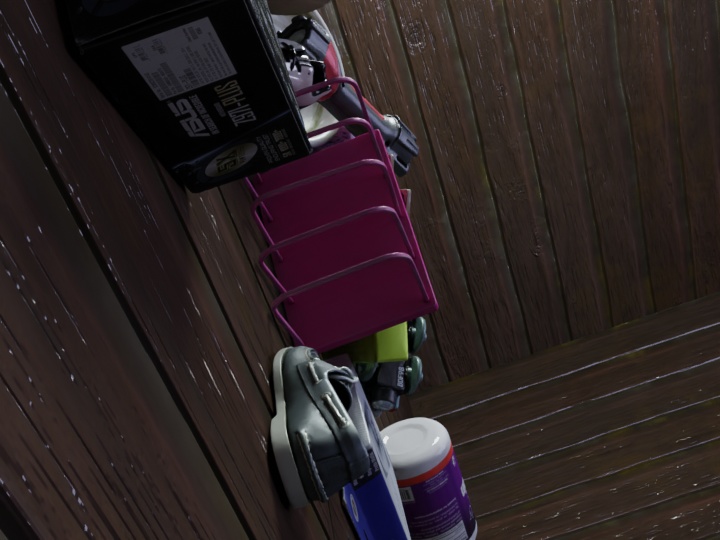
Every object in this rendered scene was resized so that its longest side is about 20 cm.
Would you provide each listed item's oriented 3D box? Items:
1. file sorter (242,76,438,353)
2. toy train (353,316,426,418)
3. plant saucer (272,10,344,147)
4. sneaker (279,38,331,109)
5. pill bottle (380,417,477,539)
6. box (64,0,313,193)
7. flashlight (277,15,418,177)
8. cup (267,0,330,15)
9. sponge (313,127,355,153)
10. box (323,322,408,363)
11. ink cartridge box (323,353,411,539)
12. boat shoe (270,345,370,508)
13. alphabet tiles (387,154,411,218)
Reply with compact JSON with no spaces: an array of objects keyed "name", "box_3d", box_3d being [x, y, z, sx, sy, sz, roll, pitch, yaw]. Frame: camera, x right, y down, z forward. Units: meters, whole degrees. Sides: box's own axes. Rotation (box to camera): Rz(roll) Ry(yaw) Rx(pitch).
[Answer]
[{"name":"file sorter","box_3d":[-0.031,-0.052,0.908,0.126,0.137,0.202,61,11,-62]},{"name":"toy train","box_3d":[0.026,0.083,1.208,0.114,0.084,0.203,134,-32,-54]},{"name":"plant saucer","box_3d":[-0.096,-0.222,1.071,0.199,0.050,0.203,25,56,-43]},{"name":"sneaker","box_3d":[-0.092,-0.194,0.916,0.200,0.079,0.075,8,65,-70]},{"name":"pill bottle","box_3d":[0.084,0.300,1.283,0.113,0.111,0.202,-103,175,-68]},{"name":"box","box_3d":[-0.103,-0.162,0.568,0.200,0.085,0.166,66,7,-74]},{"name":"flashlight","box_3d":[-0.014,-0.185,1.069,0.199,0.068,0.068,38,-7,-39]},{"name":"cup","box_3d":[-0.076,-0.332,0.972,0.143,0.198,0.203,45,26,-71]},{"name":"sponge","box_3d":[-0.054,-0.127,1.207,0.200,0.110,0.030,63,23,-77]},{"name":"box","box_3d":[0.000,0.000,1.092,0.121,0.047,0.203,-11,-100,61]},{"name":"ink cartridge box","box_3d":[0.013,0.222,1.032,0.201,0.040,0.201,-105,176,-53]},{"name":"boat shoe","box_3d":[-0.026,0.102,0.714,0.200,0.061,0.074,-100,171,-75]},{"name":"alphabet tiles","box_3d":[-0.006,-0.036,1.050,0.199,0.007,0.170,8,-84,59]}]
